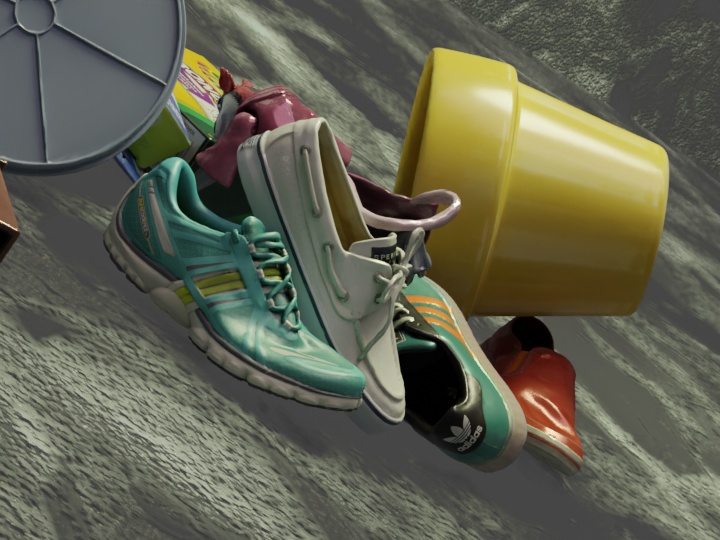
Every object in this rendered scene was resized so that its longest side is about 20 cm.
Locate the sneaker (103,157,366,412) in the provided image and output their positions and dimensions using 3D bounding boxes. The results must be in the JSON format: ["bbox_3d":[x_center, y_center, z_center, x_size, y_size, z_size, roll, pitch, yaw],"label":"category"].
[{"bbox_3d":[-0.071,0.011,1.403,0.200,0.080,0.077,41,13,17],"label":"sneaker"}]

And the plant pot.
[{"bbox_3d":[0.122,-0.048,1.729,0.187,0.202,0.201,11,15,-3],"label":"plant pot"}]

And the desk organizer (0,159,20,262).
[{"bbox_3d":[-0.267,-0.052,1.133,0.199,0.072,0.077,29,17,-30],"label":"desk organizer"}]

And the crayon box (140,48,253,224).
[{"bbox_3d":[-0.128,-0.111,1.734,0.200,0.058,0.172,45,15,33],"label":"crayon box"}]

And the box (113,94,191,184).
[{"bbox_3d":[-0.173,-0.162,1.586,0.122,0.047,0.201,58,9,-66],"label":"box"}]

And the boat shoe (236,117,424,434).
[{"bbox_3d":[0.001,-0.002,1.450,0.203,0.086,0.075,68,20,-2],"label":"boat shoe"}]

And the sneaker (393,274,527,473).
[{"bbox_3d":[0.033,0.050,1.555,0.080,0.071,0.200,30,15,-49],"label":"sneaker"}]

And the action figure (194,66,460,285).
[{"bbox_3d":[-0.047,-0.062,1.551,0.133,0.149,0.201,-15,65,-34],"label":"action figure"}]

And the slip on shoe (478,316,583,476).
[{"bbox_3d":[0.127,0.087,1.700,0.074,0.061,0.200,34,14,-17],"label":"slip on shoe"}]

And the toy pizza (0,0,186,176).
[{"bbox_3d":[-0.206,-0.156,1.451,0.199,0.201,0.032,33,-18,-14],"label":"toy pizza"}]
